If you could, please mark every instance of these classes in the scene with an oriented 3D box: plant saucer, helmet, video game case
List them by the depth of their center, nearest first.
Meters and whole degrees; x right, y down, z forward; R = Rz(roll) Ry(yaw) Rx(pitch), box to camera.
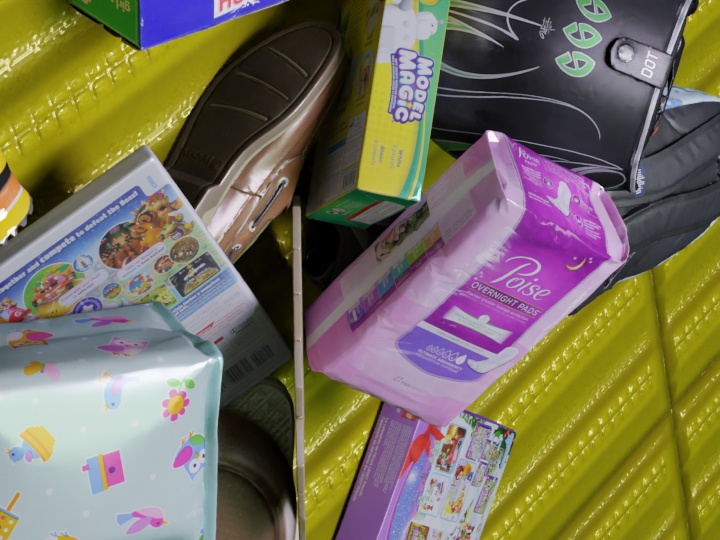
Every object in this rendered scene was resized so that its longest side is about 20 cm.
[{"bbox_3d":[-0.139,0.032,1.228,0.143,0.018,0.200,-35,136,-3],"label":"video game case"},{"bbox_3d":[-0.122,0.182,1.295,0.199,0.032,0.202,-14,119,-27],"label":"plant saucer"},{"bbox_3d":[0.117,-0.149,1.372,0.200,0.189,0.202,19,90,-81],"label":"helmet"}]

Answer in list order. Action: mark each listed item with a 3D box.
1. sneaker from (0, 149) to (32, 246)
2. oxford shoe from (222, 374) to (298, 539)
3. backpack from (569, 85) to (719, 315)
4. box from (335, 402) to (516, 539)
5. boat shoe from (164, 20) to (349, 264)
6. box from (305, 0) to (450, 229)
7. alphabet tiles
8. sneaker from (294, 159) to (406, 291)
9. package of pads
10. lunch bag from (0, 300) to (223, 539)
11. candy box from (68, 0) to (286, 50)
[{"bbox_3d":[-0.266,-0.014,1.071,0.200,0.070,0.090,-44,120,-32],"label":"sneaker"},{"bbox_3d":[-0.080,0.152,1.368,0.075,0.058,0.202,-2,114,-19],"label":"oxford shoe"},{"bbox_3d":[0.205,-0.076,1.581,0.199,0.154,0.165,-18,115,-23],"label":"backpack"},{"bbox_3d":[0.039,0.198,1.550,0.137,0.039,0.202,24,85,-53],"label":"box"},{"bbox_3d":[-0.073,-0.067,1.283,0.200,0.072,0.068,-49,138,-10],"label":"boat shoe"},{"bbox_3d":[0.014,-0.135,1.298,0.048,0.117,0.202,10,80,-17],"label":"box"},{"bbox_3d":[-0.039,0.062,1.303,0.167,0.006,0.201,90,-2,-55],"label":"alphabet tiles"},{"bbox_3d":[0.000,0.000,1.412,0.087,0.076,0.201,-30,124,-23],"label":"sneaker"},{"bbox_3d":[0.068,0.011,1.333,0.120,0.076,0.200,23,126,-34],"label":"package of pads"},{"bbox_3d":[-0.171,0.133,1.166,0.169,0.122,0.202,-6,109,-28],"label":"lunch bag"},{"bbox_3d":[-0.079,-0.245,1.147,0.168,0.077,0.201,-25,133,-34],"label":"candy box"}]
